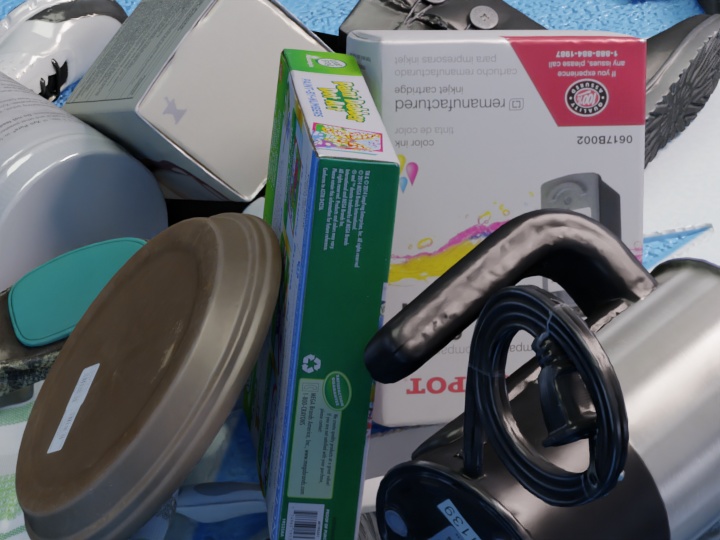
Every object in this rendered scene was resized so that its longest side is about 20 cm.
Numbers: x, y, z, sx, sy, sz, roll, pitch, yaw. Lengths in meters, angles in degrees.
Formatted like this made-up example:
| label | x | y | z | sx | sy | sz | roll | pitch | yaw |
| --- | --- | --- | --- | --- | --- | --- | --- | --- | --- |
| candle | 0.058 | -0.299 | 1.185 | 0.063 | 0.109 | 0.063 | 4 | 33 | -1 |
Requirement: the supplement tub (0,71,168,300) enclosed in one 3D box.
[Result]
| label | x | y | z | sx | sy | sz | roll | pitch | yaw |
| --- | --- | --- | --- | --- | --- | --- | --- | --- | --- |
| supplement tub | -0.220 | -0.047 | 1.720 | 0.132 | 0.132 | 0.200 | -30 | 39 | -27 |

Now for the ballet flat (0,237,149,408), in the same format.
| label | x | y | z | sx | sy | sz | roll | pitch | yaw |
| --- | --- | --- | --- | --- | --- | --- | --- | --- | --- |
| ballet flat | -0.189 | 0.044 | 1.611 | 0.200 | 0.075 | 0.068 | -22 | 47 | 3 |

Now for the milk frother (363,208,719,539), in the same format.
| label | x | y | z | sx | sy | sz | roll | pitch | yaw |
| --- | --- | --- | --- | --- | --- | --- | --- | --- | --- |
| milk frother | 0.119 | 0.060 | 1.308 | 0.188 | 0.181 | 0.200 | -36 | 14 | -31 |

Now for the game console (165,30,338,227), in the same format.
| label | x | y | z | sx | sy | sz | roll | pitch | yaw |
| --- | --- | --- | --- | --- | --- | --- | --- | --- | --- |
| game console | -0.019 | -0.056 | 1.783 | 0.176 | 0.117 | 0.200 | 9 | 27 | -28 |

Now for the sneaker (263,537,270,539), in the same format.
| label | x | y | z | sx | sy | sz | roll | pitch | yaw |
| --- | --- | --- | --- | --- | --- | --- | --- | --- | --- |
| sneaker | 0.031 | 0.182 | 1.399 | 0.200 | 0.076 | 0.076 | 28 | 41 | 28 |

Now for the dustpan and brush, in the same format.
| label | x | y | z | sx | sy | sz | roll | pitch | yaw |
| --- | --- | --- | --- | --- | --- | --- | --- | --- | --- |
| dustpan and brush | -0.005 | 0.121 | 1.489 | 0.200 | 0.057 | 0.140 | -11 | 31 | 16 |

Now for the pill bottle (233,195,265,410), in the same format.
| label | x | y | z | sx | sy | sz | roll | pitch | yaw |
| --- | --- | --- | --- | --- | --- | --- | --- | --- | --- |
| pill bottle | 0.000 | 0.000 | 1.615 | 0.200 | 0.114 | 0.114 | -20 | 36 | -15 |

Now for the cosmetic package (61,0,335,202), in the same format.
| label | x | y | z | sx | sy | sz | roll | pitch | yaw |
| --- | --- | --- | --- | --- | --- | --- | --- | --- | --- |
| cosmetic package | -0.094 | -0.103 | 1.685 | 0.103 | 0.087 | 0.200 | -53 | 15 | -8 |

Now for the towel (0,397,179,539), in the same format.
| label | x | y | z | sx | sy | sz | roll | pitch | yaw |
| --- | --- | --- | --- | --- | --- | --- | --- | --- | --- |
| towel | -0.155 | 0.120 | 1.509 | 0.149 | 0.031 | 0.200 | -25 | 29 | 24 |

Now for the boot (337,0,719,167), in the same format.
| label | x | y | z | sx | sy | sz | roll | pitch | yaw |
| --- | --- | --- | --- | --- | --- | --- | --- | --- | --- |
| boot | 0.107 | -0.141 | 1.788 | 0.200 | 0.066 | 0.165 | 28 | 48 | 22 |

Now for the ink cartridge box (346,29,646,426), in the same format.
| label | x | y | z | sx | sy | sz | roll | pitch | yaw |
| --- | --- | --- | --- | --- | --- | --- | --- | --- | --- |
| ink cartridge box | 0.069 | -0.025 | 1.525 | 0.147 | 0.201 | 0.086 | -2 | 6 | -12 |

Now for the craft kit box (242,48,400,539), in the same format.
| label | x | y | z | sx | sy | sz | roll | pitch | yaw |
| --- | --- | --- | --- | --- | --- | --- | --- | --- | --- |
| craft kit box | -0.022 | 0.012 | 1.440 | 0.048 | 0.200 | 0.198 | 3 | 19 | -11 |

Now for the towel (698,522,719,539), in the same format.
| label | x | y | z | sx | sy | sz | roll | pitch | yaw |
| --- | --- | --- | --- | --- | --- | --- | --- | --- | --- |
| towel | 0.210 | 0.087 | 1.472 | 0.132 | 0.035 | 0.200 | -17 | 22 | 7 |

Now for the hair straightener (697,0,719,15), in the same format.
| label | x | y | z | sx | sy | sz | roll | pitch | yaw |
| --- | --- | --- | --- | --- | --- | --- | --- | --- | --- |
| hair straightener | 0.204 | -0.208 | 1.923 | 0.077 | 0.041 | 0.200 | -16 | 36 | -10 |

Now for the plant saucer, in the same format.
| label | x | y | z | sx | sy | sz | roll | pitch | yaw |
| --- | --- | --- | --- | --- | --- | --- | --- | --- | --- |
| plant saucer | -0.110 | 0.053 | 1.445 | 0.200 | 0.029 | 0.200 | -44 | 26 | 28 |

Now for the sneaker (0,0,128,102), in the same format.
| label | x | y | z | sx | sy | sz | roll | pitch | yaw |
| --- | --- | --- | --- | --- | --- | --- | --- | --- | --- |
| sneaker | -0.227 | -0.111 | 1.880 | 0.200 | 0.074 | 0.080 | -31 | 54 | -21 |
